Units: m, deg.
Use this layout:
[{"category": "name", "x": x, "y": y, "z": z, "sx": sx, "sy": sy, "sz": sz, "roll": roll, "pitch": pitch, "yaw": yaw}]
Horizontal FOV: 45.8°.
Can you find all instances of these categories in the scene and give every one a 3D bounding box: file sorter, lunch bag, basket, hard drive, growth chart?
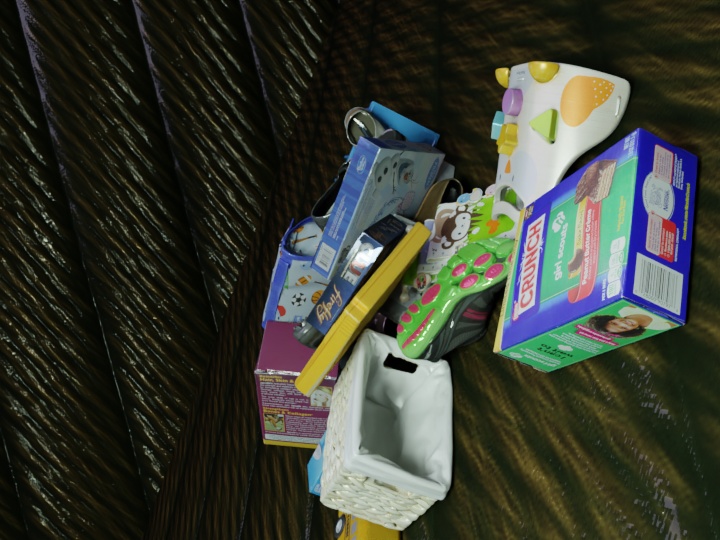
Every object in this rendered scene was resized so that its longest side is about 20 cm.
[{"category": "file sorter", "x": 0.032, "y": -0.182, "z": 1.559, "sx": 0.204, "sy": 0.136, "sz": 0.123, "roll": -66, "pitch": 13, "yaw": 3}, {"category": "lunch bag", "x": -0.071, "y": 0.001, "z": 1.382, "sx": 0.198, "sy": 0.123, "sz": 0.173, "roll": -26, "pitch": -35, "yaw": -42}, {"category": "basket", "x": 0.030, "y": 0.200, "z": 1.058, "sx": 0.124, "sy": 0.133, "sz": 0.203, "roll": -56, "pitch": 18, "yaw": 39}, {"category": "hard drive", "x": 0.083, "y": 0.012, "z": 1.182, "sx": 0.199, "sy": 0.037, "sz": 0.142, "roll": 30, "pitch": 97, "yaw": 52}, {"category": "growth chart", "x": 0.135, "y": -0.049, "z": 1.111, "sx": 0.197, "sy": 0.018, "sz": 0.147, "roll": -24, "pitch": 44, "yaw": 27}]

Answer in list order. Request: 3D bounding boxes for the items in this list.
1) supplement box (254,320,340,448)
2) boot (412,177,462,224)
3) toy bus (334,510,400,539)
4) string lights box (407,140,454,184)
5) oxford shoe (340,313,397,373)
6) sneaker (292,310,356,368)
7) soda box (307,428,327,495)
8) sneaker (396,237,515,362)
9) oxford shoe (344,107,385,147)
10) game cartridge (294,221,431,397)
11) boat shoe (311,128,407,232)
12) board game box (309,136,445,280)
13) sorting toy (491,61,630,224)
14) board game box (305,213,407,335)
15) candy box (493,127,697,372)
[{"category": "supplement box", "x": -0.094, "y": 0.188, "z": 1.370, "sx": 0.203, "sy": 0.127, "sz": 0.105, "roll": 93, "pitch": -177, "yaw": -47}, {"category": "boot", "x": 0.098, "y": -0.045, "z": 1.258, "sx": 0.075, "sy": 0.072, "sz": 0.204, "roll": 149, "pitch": 144, "yaw": -79}, {"category": "toy bus", "x": 0.012, "y": 0.297, "z": 1.113, "sx": 0.079, "sy": 0.064, "sz": 0.203, "roll": -54, "pitch": 21, "yaw": 37}, {"category": "string lights box", "x": 0.063, "y": -0.113, "z": 1.420, "sx": 0.201, "sy": 0.101, "sz": 0.060, "roll": -53, "pitch": 18, "yaw": 44}, {"category": "oxford shoe", "x": 0.026, "y": 0.120, "z": 1.303, "sx": 0.073, "sy": 0.070, "sz": 0.204, "roll": 32, "pitch": 102, "yaw": 65}, {"category": "sneaker", "x": -0.029, "y": 0.097, "z": 1.210, "sx": 0.066, "sy": 0.091, "sz": 0.200, "roll": -41, "pitch": -13, "yaw": 11}, {"category": "soda box", "x": -0.010, "y": 0.241, "z": 1.264, "sx": 0.203, "sy": 0.063, "sz": 0.068, "roll": -62, "pitch": 17, "yaw": 18}, {"category": "sneaker", "x": 0.130, "y": 0.037, "z": 1.048, "sx": 0.200, "sy": 0.083, "sz": 0.078, "roll": -43, "pitch": 43, "yaw": 18}, {"category": "oxford shoe", "x": 0.041, "y": -0.196, "z": 1.451, "sx": 0.075, "sy": 0.201, "sz": 0.058, "roll": -41, "pitch": -3, "yaw": 10}, {"category": "game cartridge", "x": 0.001, "y": 0.049, "z": 1.065, "sx": 0.177, "sy": 0.032, "sz": 0.201, "roll": -49, "pitch": -7, "yaw": -41}, {"category": "boat shoe", "x": 0.001, "y": -0.139, "z": 1.304, "sx": 0.203, "sy": 0.063, "sz": 0.073, "roll": -54, "pitch": 38, "yaw": -10}, {"category": "board game box", "x": 0.028, "y": -0.091, "z": 1.253, "sx": 0.197, "sy": 0.043, "sz": 0.204, "roll": -7, "pitch": -56, "yaw": -57}, {"category": "sorting toy", "x": 0.204, "y": -0.143, "z": 1.014, "sx": 0.200, "sy": 0.104, "sz": 0.185, "roll": -153, "pitch": 78, "yaw": -74}, {"category": "board game box", "x": 0.000, "y": 0.000, "z": 1.130, "sx": 0.137, "sy": 0.034, "sz": 0.200, "roll": -57, "pitch": -5, "yaw": 15}, {"category": "candy box", "x": 0.220, "y": -0.011, "z": 0.813, "sx": 0.200, "sy": 0.076, "sz": 0.173, "roll": 139, "pitch": 149, "yaw": -60}]
